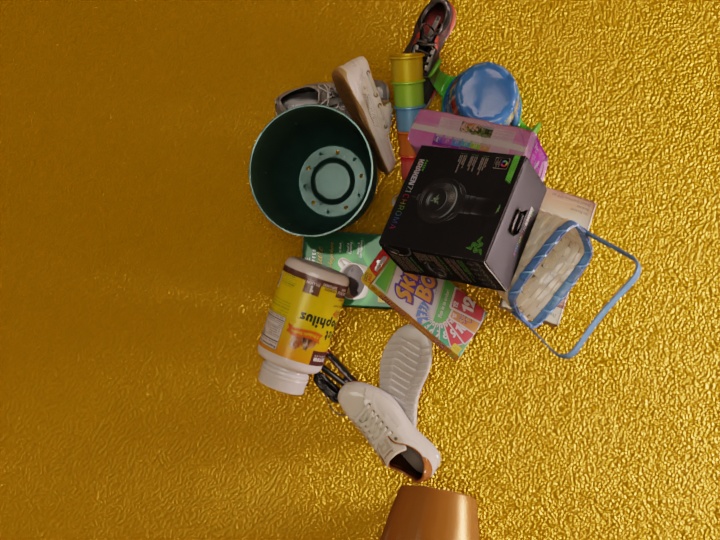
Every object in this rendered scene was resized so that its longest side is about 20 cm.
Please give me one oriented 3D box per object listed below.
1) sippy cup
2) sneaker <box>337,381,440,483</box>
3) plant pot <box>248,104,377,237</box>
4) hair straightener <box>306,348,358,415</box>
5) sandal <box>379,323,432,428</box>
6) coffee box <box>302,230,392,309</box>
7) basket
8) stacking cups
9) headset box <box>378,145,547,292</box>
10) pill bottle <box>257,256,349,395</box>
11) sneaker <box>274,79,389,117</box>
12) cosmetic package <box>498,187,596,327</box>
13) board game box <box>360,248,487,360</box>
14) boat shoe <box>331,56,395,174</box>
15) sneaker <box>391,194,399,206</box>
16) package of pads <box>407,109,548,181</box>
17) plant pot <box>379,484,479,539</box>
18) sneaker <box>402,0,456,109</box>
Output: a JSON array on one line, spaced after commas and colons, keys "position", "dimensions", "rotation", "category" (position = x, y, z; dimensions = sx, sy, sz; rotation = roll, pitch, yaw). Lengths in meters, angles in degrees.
[{"position": [0.197, -0.270, 1.618], "dimensions": [0.175, 0.130, 0.142], "rotation": [-3, 88, 2], "category": "sippy cup"}, {"position": [0.040, 0.253, 1.597], "dimensions": [0.199, 0.085, 0.073], "rotation": [39, 111, 7], "category": "sneaker"}, {"position": [-0.061, -0.152, 1.628], "dimensions": [0.197, 0.161, 0.204], "rotation": [0, 89, 12], "category": "plant pot"}, {"position": [-0.064, 0.170, 1.674], "dimensions": [0.200, 0.041, 0.077], "rotation": [45, 92, 4], "category": "hair straightener"}, {"position": [0.069, 0.181, 1.646], "dimensions": [0.081, 0.050, 0.206], "rotation": [14, 102, 13], "category": "sandal"}, {"position": [0.000, 0.000, 1.671], "dimensions": [0.197, 0.044, 0.125], "rotation": [2, 86, 7], "category": "coffee box"}, {"position": [0.287, 0.007, 1.484], "dimensions": [0.177, 0.139, 0.200], "rotation": [-48, 50, 1], "category": "basket"}, {"position": [0.076, -0.247, 1.643], "dimensions": [0.060, 0.061, 0.203], "rotation": [0, 107, 8], "category": "stacking cups"}, {"position": [0.155, -0.077, 1.473], "dimensions": [0.198, 0.093, 0.176], "rotation": [12, 69, 37], "category": "headset box"}, {"position": [-0.096, 0.088, 1.603], "dimensions": [0.108, 0.109, 0.203], "rotation": [19, 94, 9], "category": "pill bottle"}, {"position": [-0.049, -0.276, 1.680], "dimensions": [0.197, 0.082, 0.076], "rotation": [-11, 84, 6], "category": "sneaker"}, {"position": [0.295, -0.022, 1.611], "dimensions": [0.102, 0.087, 0.203], "rotation": [16, 88, 7], "category": "cosmetic package"}, {"position": [0.101, 0.042, 1.611], "dimensions": [0.199, 0.030, 0.096], "rotation": [38, 63, -2], "category": "board game box"}, {"position": [0.024, -0.251, 1.641], "dimensions": [0.069, 0.071, 0.202], "rotation": [-36, 125, -17], "category": "boat shoe"}, {"position": [0.128, -0.051, 1.618], "dimensions": [0.114, 0.075, 0.202], "rotation": [-20, 75, -37], "category": "sneaker"}, {"position": [0.182, -0.181, 1.570], "dimensions": [0.198, 0.120, 0.077], "rotation": [16, 79, 26], "category": "package of pads"}, {"position": [0.106, 0.435, 1.560], "dimensions": [0.197, 0.201, 0.186], "rotation": [8, 70, 8], "category": "plant pot"}, {"position": [0.100, -0.359, 1.667], "dimensions": [0.076, 0.082, 0.203], "rotation": [15, 89, 8], "category": "sneaker"}]
